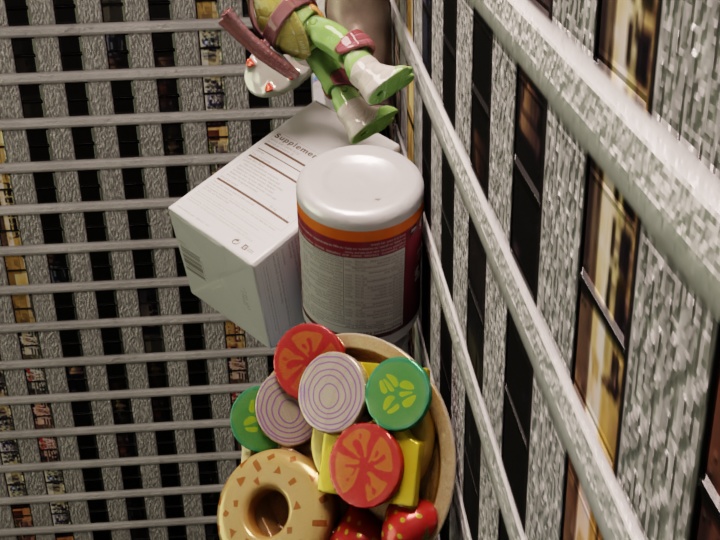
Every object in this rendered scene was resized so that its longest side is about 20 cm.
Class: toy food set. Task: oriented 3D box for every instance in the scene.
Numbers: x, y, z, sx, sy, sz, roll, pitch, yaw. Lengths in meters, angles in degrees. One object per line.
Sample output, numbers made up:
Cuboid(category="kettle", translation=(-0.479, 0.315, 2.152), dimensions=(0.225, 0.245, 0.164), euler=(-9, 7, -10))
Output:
Cuboid(category="toy food set", translation=(-0.020, 0.141, 0.796), dimensions=(0.049, 0.199, 0.200), euler=(17, -104, -57))

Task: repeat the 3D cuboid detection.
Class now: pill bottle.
Cuboid(category="pill bottle", translation=(0.000, 0.000, 0.931), dimensions=(0.110, 0.108, 0.201), euler=(-96, 4, -49))

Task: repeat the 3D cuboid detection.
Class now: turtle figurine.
Cuboid(category="turtle figurine", translation=(-0.015, -0.230, 0.961), dimensions=(0.195, 0.144, 0.199), euler=(54, -149, 13))

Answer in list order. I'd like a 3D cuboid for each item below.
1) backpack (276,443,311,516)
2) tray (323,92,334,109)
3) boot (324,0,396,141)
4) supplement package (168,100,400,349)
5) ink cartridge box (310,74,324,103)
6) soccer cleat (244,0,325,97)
Cuboid(category="backpack", translation=(-0.026, 0.216, 0.930), dimensions=(0.183, 0.133, 0.202), euler=(-109, 37, -78))
Cuboid(category="tray", translation=(-0.002, -0.178, 1.244), dimensions=(0.108, 0.022, 0.201), euler=(-54, -30, -39))
Cuboid(category="boot", translation=(0.007, -0.200, 1.075), dimensions=(0.201, 0.070, 0.147), euler=(82, 180, -51))
Cuboid(category="supplement package", translation=(-0.065, -0.048, 1.021), dimensions=(0.119, 0.200, 0.122), euler=(32, 147, 30))
Cuboid(category="ink cartridge box", translation=(-0.038, -0.275, 1.719), dimensions=(0.145, 0.084, 0.202), euler=(93, 175, -67))
Cuboid(category="soccer cleat", translation=(-0.047, -0.262, 1.161), dimensions=(0.069, 0.200, 0.077), euler=(52, -157, 6))
